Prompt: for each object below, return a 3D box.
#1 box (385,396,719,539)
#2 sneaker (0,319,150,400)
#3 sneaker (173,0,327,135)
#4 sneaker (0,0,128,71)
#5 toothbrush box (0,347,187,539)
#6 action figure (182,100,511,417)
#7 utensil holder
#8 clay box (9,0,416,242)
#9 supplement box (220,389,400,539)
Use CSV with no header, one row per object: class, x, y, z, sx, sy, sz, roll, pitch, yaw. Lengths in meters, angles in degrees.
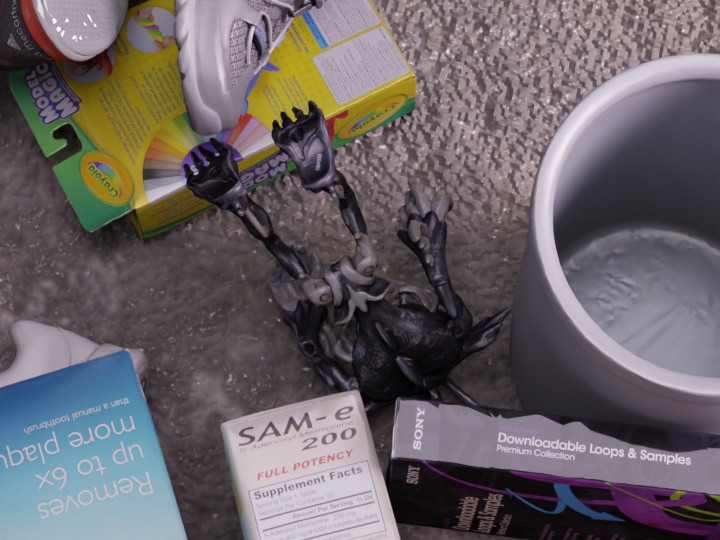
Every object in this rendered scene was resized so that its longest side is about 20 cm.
box,0.111,0.108,1.099,0.199,0.143,0.036,8,71,2
sneaker,-0.193,0.113,1.135,0.099,0.078,0.200,24,62,14
sneaker,-0.046,-0.161,1.177,0.082,0.075,0.201,11,65,9
sneaker,-0.155,-0.172,1.210,0.077,0.082,0.200,61,33,-19
toothbrush box,-0.145,0.158,1.015,0.146,0.085,0.201,-16,69,-6
action figure,0.000,0.000,1.150,0.119,0.200,0.102,-28,32,14
utensil holder,0.161,0.011,1.105,0.169,0.200,0.171,0,69,0
clay box,-0.082,-0.100,1.220,0.200,0.048,0.115,-26,69,-9
supplement box,-0.009,0.175,1.081,0.073,0.126,0.201,-14,70,-5
